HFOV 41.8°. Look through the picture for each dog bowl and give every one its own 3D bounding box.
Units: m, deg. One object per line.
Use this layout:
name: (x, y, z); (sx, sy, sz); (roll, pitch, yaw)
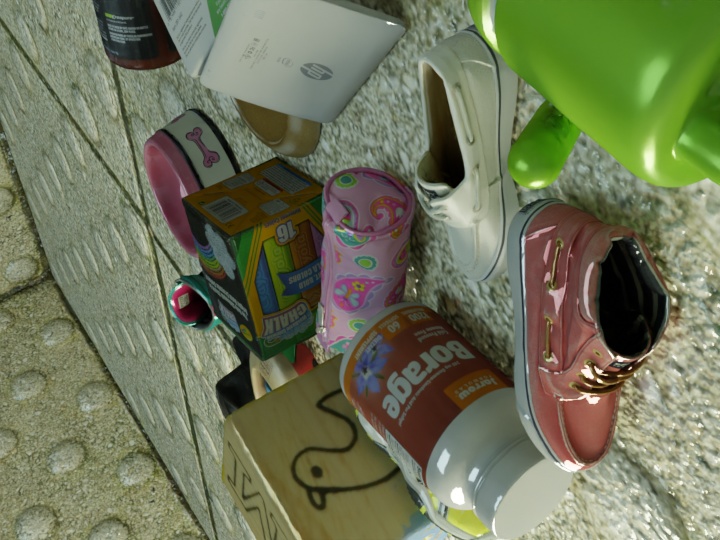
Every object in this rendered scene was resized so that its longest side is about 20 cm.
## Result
dog bowl: (-0.218, -0.106, 1.243); (0.200, 0.073, 0.201); (47, 151, 36)

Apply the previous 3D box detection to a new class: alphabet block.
alphabet block: (-0.020, 0.229, 1.011); (0.201, 0.194, 0.197); (53, 153, 21)

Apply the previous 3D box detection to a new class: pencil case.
pencil case: (0.000, 0.000, 0.864); (0.088, 0.087, 0.201); (51, 153, 29)

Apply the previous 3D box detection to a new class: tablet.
tablet: (-0.055, -0.175, 0.773); (0.200, 0.129, 0.014); (147, 135, -68)

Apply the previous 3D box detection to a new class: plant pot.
plant pot: (-0.103, -0.204, 0.950); (0.200, 0.027, 0.201); (49, 153, 35)

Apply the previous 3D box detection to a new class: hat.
hat: (-0.173, 0.203, 1.455); (0.201, 0.080, 0.202); (49, 154, 34)

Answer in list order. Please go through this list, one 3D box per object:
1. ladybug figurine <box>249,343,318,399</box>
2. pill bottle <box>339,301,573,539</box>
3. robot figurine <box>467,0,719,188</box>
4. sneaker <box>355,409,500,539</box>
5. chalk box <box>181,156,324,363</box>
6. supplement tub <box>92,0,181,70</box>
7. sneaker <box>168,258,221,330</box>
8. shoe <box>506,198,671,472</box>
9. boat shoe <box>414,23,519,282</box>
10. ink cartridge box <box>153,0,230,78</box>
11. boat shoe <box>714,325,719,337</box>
ladybug figurine: (-0.092, 0.158, 1.242); (0.136, 0.071, 0.201); (49, 154, 33)
pill bottle: (0.078, 0.122, 0.784); (0.200, 0.111, 0.113); (42, 149, 41)
robot figurine: (0.126, -0.118, 0.422); (0.200, 0.115, 0.177); (51, 138, 33)
sneaker: (0.076, 0.172, 0.892); (0.200, 0.075, 0.077); (46, 127, 15)
chalk box: (-0.093, 0.004, 1.024); (0.125, 0.123, 0.202); (35, 145, 47)
supplement tub: (-0.248, -0.330, 1.034); (0.107, 0.106, 0.201); (46, 150, 37)
sneaker: (-0.213, 0.023, 1.304); (0.199, 0.120, 0.084); (23, 134, 58)
shoe: (0.149, 0.056, 0.611); (0.091, 0.071, 0.202); (31, 136, 62)
boat shoe: (0.068, -0.068, 0.661); (0.071, 0.069, 0.202); (43, 149, 41)
ink cartridge box: (-0.134, -0.295, 0.815); (0.145, 0.083, 0.202); (-34, 81, 56)
boat shoe: (0.211, 0.032, 0.432); (0.075, 0.086, 0.203); (50, 153, 30)
